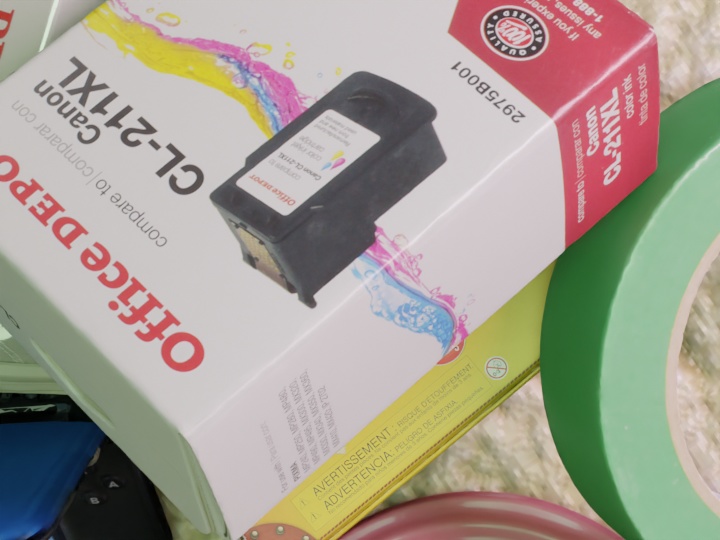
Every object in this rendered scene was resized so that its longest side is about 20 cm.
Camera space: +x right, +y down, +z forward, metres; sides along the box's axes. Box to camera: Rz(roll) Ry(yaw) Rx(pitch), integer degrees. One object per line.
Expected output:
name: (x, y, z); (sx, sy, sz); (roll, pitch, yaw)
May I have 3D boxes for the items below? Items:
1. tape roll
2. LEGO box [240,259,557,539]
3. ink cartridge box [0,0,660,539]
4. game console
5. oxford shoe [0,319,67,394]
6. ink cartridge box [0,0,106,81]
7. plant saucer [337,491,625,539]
tape roll: (0.165, 0.025, 0.737); (0.200, 0.048, 0.201); (-6, 105, -22)
LEGO box: (0.000, 0.000, 0.786); (0.200, 0.077, 0.149); (-40, 87, 6)
ink cartridge box: (-0.022, -0.034, 0.658); (0.200, 0.083, 0.146); (-41, 64, -16)
game console: (-0.186, 0.109, 0.748); (0.200, 0.171, 0.118); (-4, 48, 8)
oxford shoe: (-0.110, 0.014, 0.723); (0.200, 0.075, 0.058); (2, 99, 2)
ink cartridge box: (-0.164, -0.111, 0.764); (0.200, 0.083, 0.147); (19, 93, 29)
plant saucer: (0.047, 0.191, 0.801); (0.200, 0.051, 0.201); (0, 93, 6)
